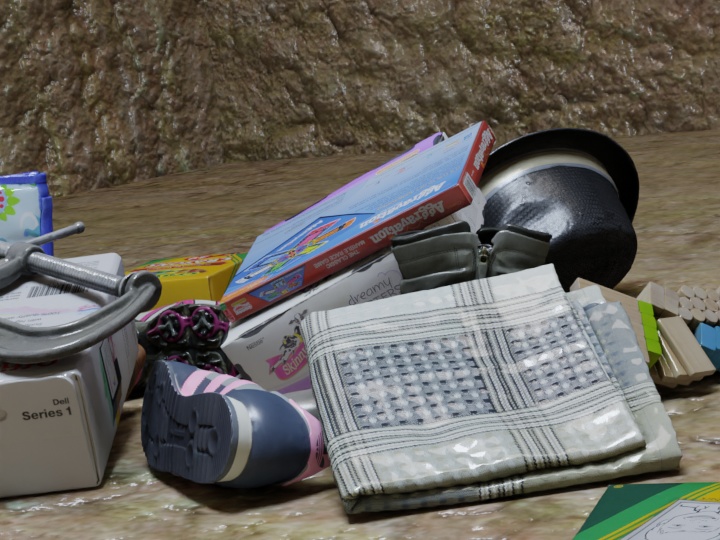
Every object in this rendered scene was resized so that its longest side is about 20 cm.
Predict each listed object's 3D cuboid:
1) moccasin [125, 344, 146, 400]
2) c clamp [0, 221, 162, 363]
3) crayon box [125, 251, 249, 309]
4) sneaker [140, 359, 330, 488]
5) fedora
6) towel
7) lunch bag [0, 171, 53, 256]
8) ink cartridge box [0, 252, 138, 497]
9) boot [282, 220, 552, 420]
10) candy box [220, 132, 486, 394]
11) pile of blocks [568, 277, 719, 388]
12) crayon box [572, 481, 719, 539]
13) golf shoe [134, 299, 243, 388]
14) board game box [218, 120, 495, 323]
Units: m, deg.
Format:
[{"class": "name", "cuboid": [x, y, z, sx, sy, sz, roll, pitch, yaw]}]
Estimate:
[{"class": "moccasin", "cuboid": [-0.249, 0.066, 1.350, 0.200, 0.074, 0.078, -2, 34, 40]}, {"class": "c clamp", "cuboid": [-0.205, 0.009, 1.157, 0.170, 0.027, 0.199, -24, 27, -35]}, {"class": "crayon box", "cuboid": [-0.181, 0.023, 1.744, 0.126, 0.051, 0.200, -5, 9, 15]}, {"class": "sneaker", "cuboid": [-0.080, 0.100, 1.089, 0.081, 0.071, 0.200, 8, 4, -23]}, {"class": "fedora", "cuboid": [0.165, -0.026, 1.507, 0.199, 0.202, 0.092, -10, 38, -20]}, {"class": "towel", "cuboid": [0.072, 0.063, 1.025, 0.198, 0.035, 0.193, -7, 30, -5]}, {"class": "lunch bag", "cuboid": [-0.380, -0.001, 1.654, 0.198, 0.172, 0.127, -4, 4, 14]}, {"class": "ink cartridge box", "cuboid": [-0.235, 0.070, 1.171, 0.143, 0.085, 0.200, -7, 22, 3]}, {"class": "boot", "cuboid": [0.031, 0.037, 1.137, 0.198, 0.132, 0.068, -8, 7, -8]}, {"class": "candy box", "cuboid": [0.000, 0.000, 1.268, 0.167, 0.072, 0.200, -29, 18, 19]}, {"class": "pile of blocks", "cuboid": [0.207, 0.054, 1.180, 0.199, 0.082, 0.062, -2, -40, -35]}, {"class": "crayon box", "cuboid": [0.171, 0.125, 0.632, 0.198, 0.059, 0.172, -4, 8, 21]}, {"class": "golf shoe", "cuboid": [-0.134, 0.056, 1.372, 0.198, 0.073, 0.092, -3, 7, 31]}, {"class": "board game box", "cuboid": [-0.002, -0.033, 1.206, 0.199, 0.020, 0.103, -26, 19, 26]}]
